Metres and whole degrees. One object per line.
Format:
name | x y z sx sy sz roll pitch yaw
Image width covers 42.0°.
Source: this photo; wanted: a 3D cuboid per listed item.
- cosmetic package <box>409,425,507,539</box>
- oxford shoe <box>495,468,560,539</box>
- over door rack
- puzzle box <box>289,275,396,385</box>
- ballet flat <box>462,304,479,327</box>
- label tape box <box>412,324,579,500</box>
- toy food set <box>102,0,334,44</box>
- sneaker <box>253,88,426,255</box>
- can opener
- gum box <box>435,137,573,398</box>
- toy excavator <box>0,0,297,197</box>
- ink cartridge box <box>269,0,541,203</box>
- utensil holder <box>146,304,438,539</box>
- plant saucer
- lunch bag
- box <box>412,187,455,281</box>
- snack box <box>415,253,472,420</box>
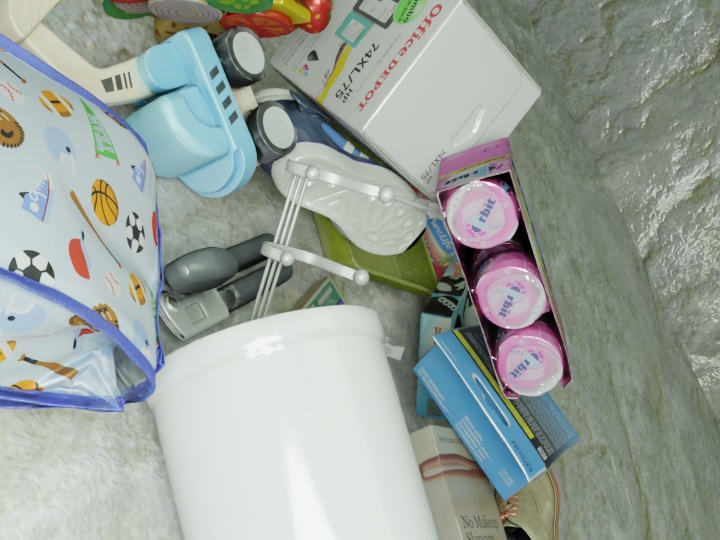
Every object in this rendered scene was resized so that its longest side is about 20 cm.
cosmetic package | 0.077 0.250 0.833 0.103 0.086 0.203 19 49 -55
oxford shoe | 0.180 0.268 1.046 0.074 0.070 0.203 29 40 -42
over door rack | 0.000 0.000 0.783 0.066 0.150 0.198 25 9 40
puzzle box | -0.032 0.101 0.837 0.134 0.025 0.200 59 25 -10
ballet flat | 0.132 0.123 1.015 0.070 0.068 0.202 -90 176 -46
label tape box | 0.118 0.127 0.856 0.144 0.066 0.199 55 20 14
toy food set | -0.121 -0.224 0.788 0.197 0.197 0.050 9 84 -61
sneaker | -0.028 -0.106 0.905 0.198 0.081 0.147 25 26 -43
can opener | -0.102 0.006 0.752 0.053 0.066 0.200 61 20 0
gum box | 0.127 0.001 0.814 0.114 0.065 0.203 -71 143 -68
toy excavator | -0.166 -0.139 0.734 0.199 0.099 0.197 -35 105 -50
ink cartridge box | 0.039 -0.186 0.905 0.145 0.147 0.200 36 5 -41
utensil holder | -0.038 0.147 0.612 0.169 0.168 0.203 12 56 -59
plant saucer | 0.000 -0.067 1.039 0.199 0.047 0.203 19 49 -57
lunch bag | -0.197 -0.025 0.521 0.199 0.123 0.172 27 42 -41
box | 0.112 -0.058 1.194 0.203 0.094 0.102 63 24 -1
snack box | 0.102 0.067 1.057 0.200 0.036 0.118 -52 146 -64
